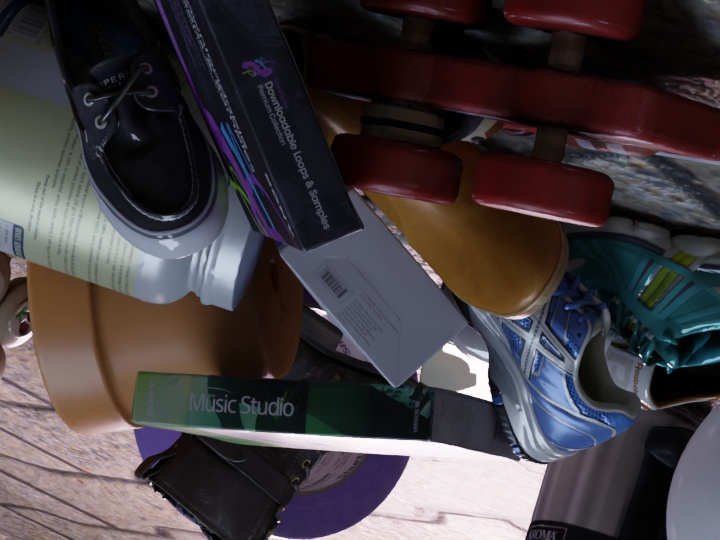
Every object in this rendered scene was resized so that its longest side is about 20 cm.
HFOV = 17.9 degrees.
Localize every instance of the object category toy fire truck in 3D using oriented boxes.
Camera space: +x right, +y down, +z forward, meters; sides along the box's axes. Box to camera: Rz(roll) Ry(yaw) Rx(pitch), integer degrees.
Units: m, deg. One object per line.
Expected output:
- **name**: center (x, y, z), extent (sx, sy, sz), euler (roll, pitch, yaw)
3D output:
- **toy fire truck**: center (0.082, -0.082, 1.129), extent (0.199, 0.113, 0.167), euler (10, 180, 32)

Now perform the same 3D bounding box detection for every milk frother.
- **milk frother**: center (0.230, 0.214, 1.731), extent (0.180, 0.190, 0.200), euler (5, 158, 43)

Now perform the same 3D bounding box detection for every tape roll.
- **tape roll**: center (-0.061, 0.095, 1.661), extent (0.199, 0.202, 0.085), euler (28, 161, -26)

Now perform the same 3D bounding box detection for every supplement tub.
- **supplement tub**: center (-0.149, -0.066, 1.344), extent (0.198, 0.146, 0.145), euler (19, 164, 2)

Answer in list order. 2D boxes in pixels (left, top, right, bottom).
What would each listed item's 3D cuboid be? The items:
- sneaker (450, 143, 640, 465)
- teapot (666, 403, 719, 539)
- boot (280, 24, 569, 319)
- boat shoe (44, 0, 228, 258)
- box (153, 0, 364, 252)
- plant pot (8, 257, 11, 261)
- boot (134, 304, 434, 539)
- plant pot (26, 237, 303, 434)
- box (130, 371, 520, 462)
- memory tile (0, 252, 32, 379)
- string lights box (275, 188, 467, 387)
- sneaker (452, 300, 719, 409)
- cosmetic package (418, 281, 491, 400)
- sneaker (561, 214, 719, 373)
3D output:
- **sneaker**: center (0.104, 0.015, 1.341), extent (0.077, 0.076, 0.201), euler (-13, 109, 32)
- **teapot**: center (0.299, 0.169, 1.455), extent (0.196, 0.202, 0.146), euler (-15, -156, -19)
- **boot**: center (0.018, -0.056, 1.214), extent (0.144, 0.071, 0.201), euler (34, -172, -33)
- **boat shoe**: center (-0.126, -0.096, 1.216), extent (0.069, 0.201, 0.066), euler (-21, 143, 1)
- **box**: center (-0.055, -0.084, 1.115), extent (0.200, 0.036, 0.144), euler (-165, 52, -79)
- **plant pot**: center (-0.338, -0.010, 1.646), extent (0.199, 0.200, 0.200), euler (17, 163, 5)
- **boot**: center (-0.044, 0.131, 1.589), extent (0.199, 0.175, 0.069), euler (35, 165, -20)
- **plant pot**: center (-0.119, 0.003, 1.492), extent (0.139, 0.202, 0.200), euler (-3, 158, 12)
- **box**: center (-0.018, 0.088, 1.376), extent (0.198, 0.037, 0.144), euler (0, 171, 25)
- **memory tile**: center (-0.240, -0.011, 1.537), extent (0.017, 0.201, 0.153), euler (29, 169, 32)
- **string lights box**: center (0.000, 0.000, 1.360), extent (0.103, 0.059, 0.200), euler (49, -179, -8)
- **sneaker**: center (0.150, 0.043, 1.420), extent (0.198, 0.073, 0.085), euler (4, -159, 9)
- **cosmetic package**: center (0.098, 0.054, 1.579), extent (0.103, 0.074, 0.200), euler (18, 162, 6)
- **sneaker**: center (0.178, 0.018, 1.358), extent (0.199, 0.080, 0.078), euler (11, 162, 29)
